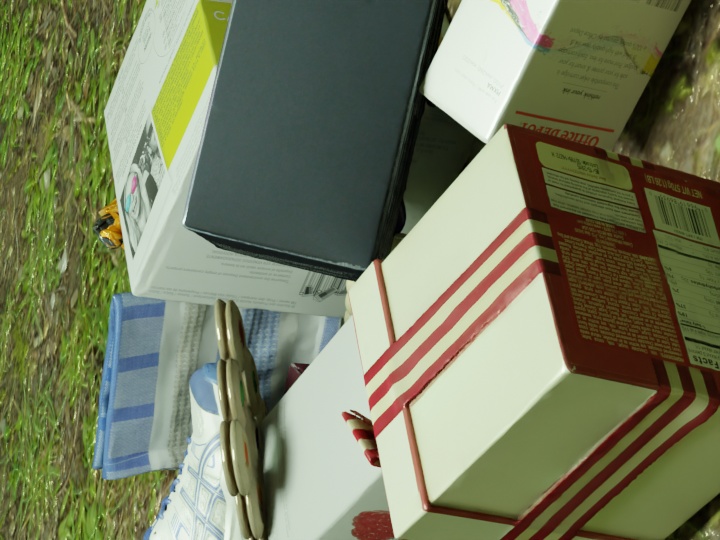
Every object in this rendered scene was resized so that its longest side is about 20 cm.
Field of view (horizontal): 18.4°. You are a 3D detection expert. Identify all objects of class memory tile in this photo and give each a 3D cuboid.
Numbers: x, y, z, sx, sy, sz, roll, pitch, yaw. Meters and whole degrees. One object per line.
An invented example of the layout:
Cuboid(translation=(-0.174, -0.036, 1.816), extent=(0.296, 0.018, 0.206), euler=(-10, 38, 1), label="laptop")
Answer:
Cuboid(translation=(-0.073, 0.131, 1.534), extent=(0.201, 0.017, 0.154), euler=(78, -175, -49), label="memory tile")

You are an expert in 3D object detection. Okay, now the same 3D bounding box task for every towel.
Cuboid(translation=(-0.100, 0.079, 1.642), extent=(0.024, 0.198, 0.148), euler=(32, 119, 52), label="towel")

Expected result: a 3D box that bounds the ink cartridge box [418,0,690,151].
Cuboid(translation=(0.112, -0.132, 1.267), extent=(0.067, 0.116, 0.201), euler=(40, 112, 37), label="ink cartridge box")

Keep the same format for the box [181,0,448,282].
Cuboid(translation=(-0.023, -0.104, 1.352), extent=(0.198, 0.122, 0.202), euler=(71, -148, -87), label="box")

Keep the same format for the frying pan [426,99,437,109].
Cuboid(translation=(0.076, -0.154, 1.446), extent=(0.190, 0.031, 0.116), euler=(-95, 29, -85), label="frying pan")

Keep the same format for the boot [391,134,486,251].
Cuboid(translation=(0.084, -0.061, 1.426), extent=(0.200, 0.071, 0.156), euler=(2, 85, 63), label="boot")

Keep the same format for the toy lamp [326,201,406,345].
Cuboid(translation=(0.000, 0.000, 1.552), extent=(0.201, 0.058, 0.059), euler=(97, 165, -47), label="toy lamp")

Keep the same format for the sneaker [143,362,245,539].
Cuboid(translation=(-0.116, 0.168, 1.589), extent=(0.075, 0.087, 0.202), euler=(46, -143, -81), label="sneaker")

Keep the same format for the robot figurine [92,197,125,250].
Cuboid(translation=(-0.132, -0.081, 1.823), extent=(0.200, 0.058, 0.145), euler=(-44, 15, -16), label="robot figurine")

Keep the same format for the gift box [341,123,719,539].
Cuboid(translation=(0.109, 0.043, 1.210), extent=(0.187, 0.183, 0.201), euler=(-49, 35, 39), label="gift box")

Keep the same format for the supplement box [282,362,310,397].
Cuboid(translation=(-0.031, 0.182, 1.639), extent=(0.109, 0.060, 0.202), euler=(-136, 56, -63), label="supplement box")

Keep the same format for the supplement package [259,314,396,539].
Cuboid(translation=(0.026, 0.116, 1.443), extent=(0.200, 0.120, 0.121), euler=(129, 142, -52), label="supplement package")

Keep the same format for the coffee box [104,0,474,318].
Cuboid(translation=(-0.056, -0.109, 1.608), extent=(0.199, 0.198, 0.201), euler=(-105, 31, -42), label="coffee box")
